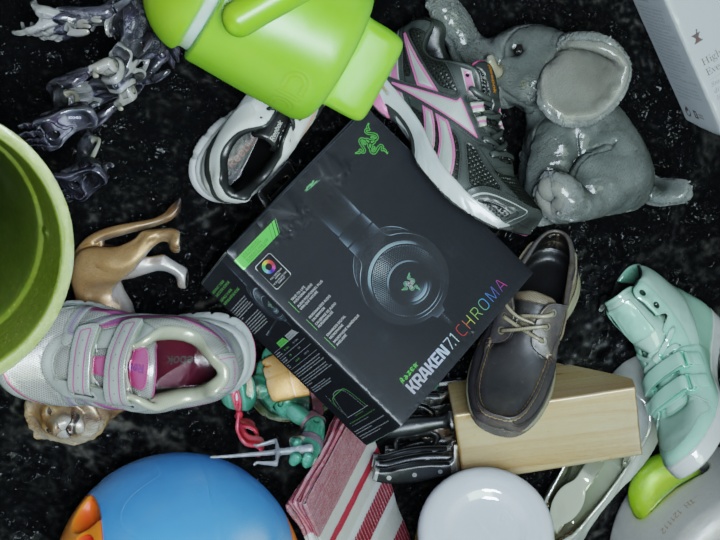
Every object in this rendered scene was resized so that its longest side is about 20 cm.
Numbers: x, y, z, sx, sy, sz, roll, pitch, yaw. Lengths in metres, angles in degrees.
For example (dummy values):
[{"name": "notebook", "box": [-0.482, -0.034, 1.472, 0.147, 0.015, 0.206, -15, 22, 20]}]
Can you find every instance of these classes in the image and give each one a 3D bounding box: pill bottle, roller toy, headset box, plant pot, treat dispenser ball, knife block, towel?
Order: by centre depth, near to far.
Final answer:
[{"name": "plant pot", "box": [-0.314, -0.036, 1.125, 0.198, 0.190, 0.202, -4, 106, -15]}, {"name": "headset box", "box": [0.000, 0.000, 1.227, 0.200, 0.093, 0.174, 45, 66, -2]}, {"name": "treat dispenser ball", "box": [-0.145, 0.246, 1.252, 0.199, 0.201, 0.203, -5, 107, -15]}, {"name": "knife block", "box": [0.111, 0.136, 1.319, 0.175, 0.199, 0.065, -27, 116, -39]}, {"name": "pill bottle", "box": [0.098, 0.251, 1.331, 0.111, 0.113, 0.200, -19, 154, -11]}, {"name": "towel", "box": [0.000, 0.230, 1.336, 0.023, 0.144, 0.201, -6, 118, 26]}, {"name": "roller toy", "box": [0.334, 0.267, 1.439, 0.198, 0.140, 0.184, 6, 104, -19]}]

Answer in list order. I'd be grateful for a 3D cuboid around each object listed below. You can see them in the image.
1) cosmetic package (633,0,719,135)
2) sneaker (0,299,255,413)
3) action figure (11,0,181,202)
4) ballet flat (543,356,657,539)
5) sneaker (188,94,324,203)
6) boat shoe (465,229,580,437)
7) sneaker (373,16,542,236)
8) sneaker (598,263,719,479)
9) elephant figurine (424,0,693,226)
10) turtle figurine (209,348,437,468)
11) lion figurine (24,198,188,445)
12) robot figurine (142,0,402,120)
[{"name": "cosmetic package", "box": [0.290, -0.227, 1.318, 0.101, 0.074, 0.201, -33, 114, -6]}, {"name": "sneaker", "box": [-0.177, 0.064, 1.175, 0.198, 0.088, 0.082, -3, 94, -4]}, {"name": "action figure", "box": [-0.199, -0.154, 1.166, 0.101, 0.201, 0.119, 0, 139, 20]}, {"name": "ballet flat", "box": [0.215, 0.168, 1.406, 0.069, 0.069, 0.201, 28, 98, -22]}, {"name": "sneaker", "box": [-0.057, -0.132, 1.237, 0.073, 0.080, 0.201, 32, 93, -20]}, {"name": "boat shoe", "box": [0.132, 0.044, 1.295, 0.074, 0.201, 0.074, 10, 139, 13]}, {"name": "sneaker", "box": [0.078, -0.118, 1.218, 0.086, 0.080, 0.200, -45, 73, 18]}, {"name": "sneaker", "box": [0.249, 0.081, 1.347, 0.118, 0.201, 0.074, 34, 127, -17]}, {"name": "elephant figurine", "box": [0.159, -0.140, 1.281, 0.154, 0.141, 0.202, -11, 94, -43]}, {"name": "turtle figurine", "box": [-0.044, 0.080, 1.290, 0.198, 0.101, 0.151, -16, 86, -13]}, {"name": "lion figurine", "box": [-0.202, 0.040, 1.254, 0.121, 0.072, 0.202, 4, 90, 2]}, {"name": "robot figurine", "box": [-0.070, -0.187, 1.141, 0.199, 0.176, 0.116, 28, 100, -13]}]
